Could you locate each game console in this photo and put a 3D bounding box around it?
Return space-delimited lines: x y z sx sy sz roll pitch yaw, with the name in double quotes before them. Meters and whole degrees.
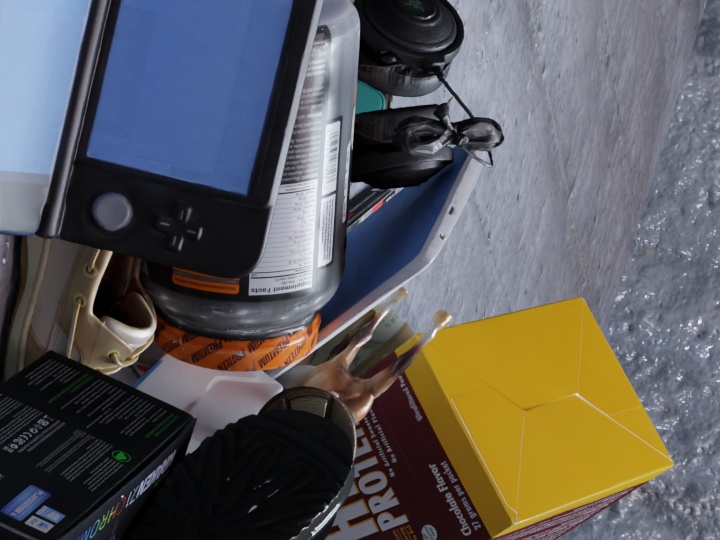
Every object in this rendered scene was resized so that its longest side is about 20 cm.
"game console" -0.110 -0.103 0.977 0.118 0.169 0.201 -106 -151 -82

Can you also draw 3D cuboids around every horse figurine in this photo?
"horse figurine" -0.024 0.064 1.261 0.133 0.050 0.200 -48 -163 -13

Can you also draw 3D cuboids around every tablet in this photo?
"tablet" 0.000 0.000 1.218 0.200 0.014 0.130 -38 -163 43

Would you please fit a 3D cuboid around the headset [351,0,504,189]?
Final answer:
"headset" 0.011 -0.100 1.157 0.093 0.200 0.124 -9 113 -31

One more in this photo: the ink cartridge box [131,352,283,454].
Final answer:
"ink cartridge box" -0.133 0.144 1.188 0.201 0.068 0.116 -60 174 29

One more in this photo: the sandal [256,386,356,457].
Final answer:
"sandal" -0.066 0.147 1.150 0.055 0.081 0.201 -107 -140 -70

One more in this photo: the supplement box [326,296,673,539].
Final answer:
"supplement box" 0.059 0.135 1.366 0.200 0.133 0.197 -39 163 36

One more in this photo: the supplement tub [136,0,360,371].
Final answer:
"supplement tub" -0.065 -0.054 1.127 0.123 0.122 0.201 -46 145 -61

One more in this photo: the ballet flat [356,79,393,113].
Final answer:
"ballet flat" -0.007 -0.132 1.471 0.075 0.067 0.201 111 -1 -63

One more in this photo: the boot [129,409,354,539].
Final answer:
"boot" -0.079 0.184 1.057 0.211 0.079 0.158 -45 152 -33

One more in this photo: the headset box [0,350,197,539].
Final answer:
"headset box" -0.179 0.169 1.022 0.174 0.092 0.201 -40 151 -66

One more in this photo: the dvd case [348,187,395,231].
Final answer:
"dvd case" -0.021 0.022 1.639 0.200 0.022 0.147 -44 146 -65

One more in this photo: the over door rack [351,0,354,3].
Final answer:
"over door rack" -0.057 -0.187 1.237 0.200 0.066 0.149 -22 126 -55

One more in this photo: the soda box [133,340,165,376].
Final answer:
"soda box" -0.079 -0.020 1.286 0.064 0.068 0.201 69 39 -68

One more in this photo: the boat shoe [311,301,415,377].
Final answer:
"boat shoe" -0.030 0.106 1.490 0.200 0.066 0.074 -55 175 23

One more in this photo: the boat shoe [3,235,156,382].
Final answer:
"boat shoe" -0.143 0.023 1.093 0.074 0.069 0.201 -50 151 -59
